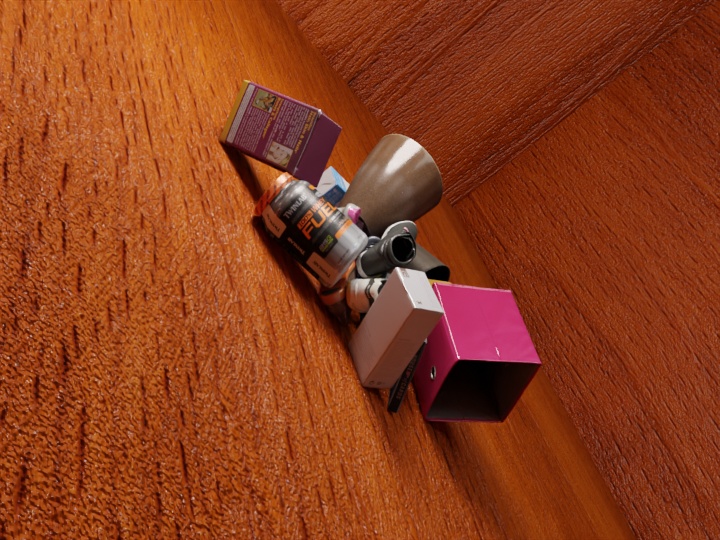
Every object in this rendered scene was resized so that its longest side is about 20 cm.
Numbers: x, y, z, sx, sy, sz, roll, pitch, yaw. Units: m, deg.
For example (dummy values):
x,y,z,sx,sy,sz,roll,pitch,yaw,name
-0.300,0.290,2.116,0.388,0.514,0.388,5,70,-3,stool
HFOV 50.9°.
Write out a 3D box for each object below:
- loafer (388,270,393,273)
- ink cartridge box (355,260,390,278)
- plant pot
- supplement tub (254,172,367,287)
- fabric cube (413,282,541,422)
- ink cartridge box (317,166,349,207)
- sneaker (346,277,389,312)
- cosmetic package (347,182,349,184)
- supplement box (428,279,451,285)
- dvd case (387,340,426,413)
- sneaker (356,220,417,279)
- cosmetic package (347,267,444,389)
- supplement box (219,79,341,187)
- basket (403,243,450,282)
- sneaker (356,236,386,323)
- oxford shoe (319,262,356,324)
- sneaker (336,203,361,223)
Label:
x,y,z,sx,sy,sz,roll,pitch,yaw,name
0.050,-0.052,1.668,0.068,0.075,0.202,47,24,-19,loafer
0.000,0.000,1.659,0.118,0.067,0.199,58,15,16,ink cartridge box
0.044,-0.151,1.590,0.200,0.186,0.188,-43,99,-31,plant pot
-0.092,-0.076,1.386,0.199,0.123,0.123,41,15,0,supplement tub
0.223,0.172,1.566,0.194,0.199,0.202,5,44,-19,fabric cube
-0.044,-0.123,1.697,0.199,0.114,0.069,40,20,-42,ink cartridge box
0.061,0.057,1.436,0.198,0.086,0.078,8,79,-52,sneaker
-0.016,-0.131,1.864,0.199,0.086,0.105,36,23,-53,cosmetic package
0.161,0.066,1.697,0.067,0.068,0.199,59,20,19,supplement box
0.092,0.162,1.453,0.024,0.154,0.200,20,17,0,dvd case
0.082,-0.049,1.459,0.199,0.098,0.072,-38,105,-47,sneaker
0.059,0.105,1.340,0.072,0.202,0.103,9,39,-33,cosmetic package
-0.156,-0.267,1.474,0.197,0.134,0.103,27,3,25,supplement box
0.093,-0.010,1.823,0.201,0.180,0.136,52,9,34,basket
0.020,0.033,1.527,0.078,0.064,0.207,-155,-118,-76,sneaker
-0.038,0.039,1.483,0.201,0.070,0.074,-71,141,-65,oxford shoe
-0.067,-0.086,1.507,0.087,0.199,0.083,31,62,-15,sneaker
